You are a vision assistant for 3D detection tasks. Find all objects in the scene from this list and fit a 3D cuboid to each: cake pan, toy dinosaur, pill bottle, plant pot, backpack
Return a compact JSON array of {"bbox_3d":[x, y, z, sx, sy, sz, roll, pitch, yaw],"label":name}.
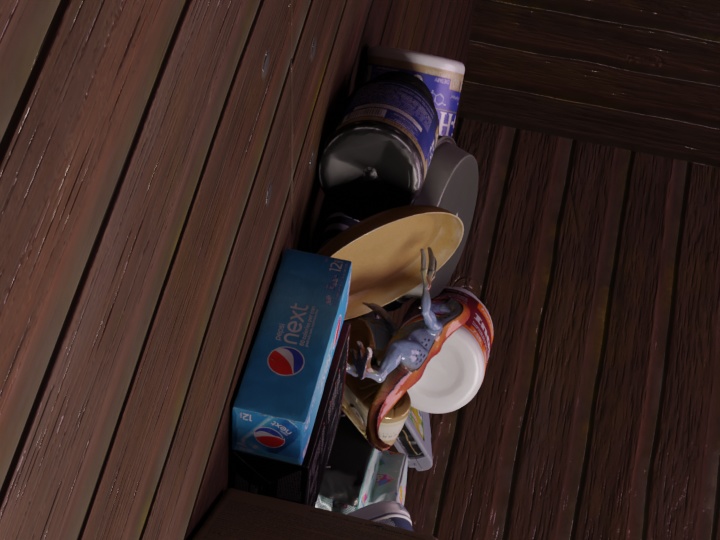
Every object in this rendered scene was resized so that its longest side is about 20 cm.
[{"bbox_3d":[0.089,-0.054,1.802,0.200,0.037,0.201,17,90,-73],"label":"cake pan"},{"bbox_3d":[0.049,0.083,1.650,0.105,0.181,0.201,-17,-100,52],"label":"toy dinosaur"},{"bbox_3d":[0.099,0.085,1.844,0.200,0.112,0.114,-60,161,-72],"label":"pill bottle"},{"bbox_3d":[0.048,-0.157,1.846,0.120,0.119,0.201,-39,139,-82],"label":"pill bottle"},{"bbox_3d":[0.015,-0.011,1.636,0.028,0.199,0.200,62,-11,22],"label":"plant pot"},{"bbox_3d":[0.025,-0.141,1.674,0.200,0.111,0.112,-69,169,-61],"label":"pill bottle"},{"bbox_3d":[-0.035,0.270,1.674,0.176,0.153,0.201,-76,-170,-67],"label":"backpack"}]

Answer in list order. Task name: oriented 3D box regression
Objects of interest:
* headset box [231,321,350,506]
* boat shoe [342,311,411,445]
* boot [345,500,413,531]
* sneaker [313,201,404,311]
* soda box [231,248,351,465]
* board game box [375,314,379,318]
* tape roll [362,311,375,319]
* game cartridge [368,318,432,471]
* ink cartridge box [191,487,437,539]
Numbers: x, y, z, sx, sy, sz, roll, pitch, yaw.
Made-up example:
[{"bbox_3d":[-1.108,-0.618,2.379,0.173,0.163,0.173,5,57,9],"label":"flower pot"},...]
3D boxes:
[{"bbox_3d":[-0.065,0.149,1.511,0.149,0.077,0.201,97,6,-47],"label":"headset box"},{"bbox_3d":[-0.012,0.113,1.691,0.200,0.073,0.069,-122,-149,-43],"label":"boat shoe"},{"bbox_3d":[-0.037,0.292,1.449,0.073,0.199,0.091,57,9,-49],"label":"boot"},{"bbox_3d":[0.000,0.000,1.774,0.109,0.070,0.201,-75,154,-43],"label":"sneaker"},{"bbox_3d":[-0.062,0.076,1.433,0.064,0.067,0.201,97,7,-47],"label":"soda box"},{"bbox_3d":[-0.006,0.076,2.084,0.200,0.061,0.201,-71,171,-60],"label":"board game box"},{"bbox_3d":[-0.007,0.107,1.854,0.203,0.037,0.204,-12,90,-78],"label":"tape roll"},{"bbox_3d":[0.047,0.146,1.900,0.200,0.040,0.134,60,18,-56],"label":"game cartridge"},{"bbox_3d":[-0.042,0.262,1.329,0.165,0.199,0.076,-44,146,-80],"label":"ink cartridge box"}]
